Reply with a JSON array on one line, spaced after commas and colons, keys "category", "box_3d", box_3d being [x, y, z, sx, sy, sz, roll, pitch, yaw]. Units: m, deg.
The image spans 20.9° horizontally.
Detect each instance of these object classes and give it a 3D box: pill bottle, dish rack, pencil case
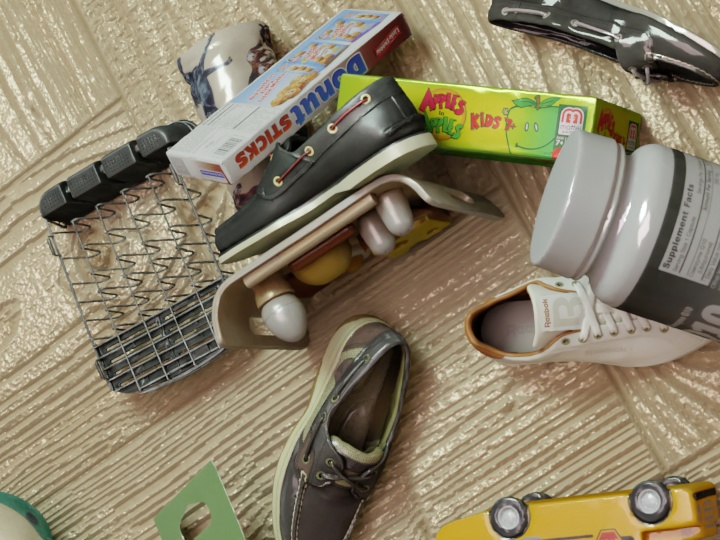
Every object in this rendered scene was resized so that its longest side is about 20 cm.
[{"category": "pill bottle", "box_3d": [0.222, -0.017, 1.308, 0.199, 0.114, 0.114, 18, 96, -5]}, {"category": "dish rack", "box_3d": [-0.172, -0.007, 1.582, 0.153, 0.055, 0.201, -28, 78, 24]}, {"category": "pencil case", "box_3d": [-0.073, -0.102, 1.524, 0.078, 0.089, 0.201, -41, 68, 49]}]

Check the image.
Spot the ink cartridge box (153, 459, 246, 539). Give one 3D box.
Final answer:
[{"category": "ink cartridge box", "box_3d": [-0.115, 0.266, 1.506, 0.200, 0.048, 0.146, 63, 146, 13]}]

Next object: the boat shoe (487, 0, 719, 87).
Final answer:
[{"category": "boat shoe", "box_3d": [0.179, -0.166, 1.407, 0.200, 0.067, 0.057, 32, 91, 31]}]

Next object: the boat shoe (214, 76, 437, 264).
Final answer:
[{"category": "boat shoe", "box_3d": [-0.034, -0.068, 1.406, 0.201, 0.074, 0.063, -34, 81, 33]}]

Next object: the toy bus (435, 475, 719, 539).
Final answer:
[{"category": "toy bus", "box_3d": [0.156, 0.196, 1.402, 0.199, 0.065, 0.079, -10, 83, 25]}]

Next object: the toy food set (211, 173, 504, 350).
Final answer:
[{"category": "toy food set", "box_3d": [0.000, 0.000, 1.445, 0.200, 0.143, 0.061, -32, 74, 21]}]

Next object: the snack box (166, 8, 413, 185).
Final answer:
[{"category": "snack box", "box_3d": [-0.052, -0.133, 1.460, 0.072, 0.200, 0.024, 12, 136, 50]}]

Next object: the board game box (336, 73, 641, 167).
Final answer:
[{"category": "board game box", "box_3d": [0.093, -0.107, 1.428, 0.199, 0.102, 0.048, 8, 92, 26]}]

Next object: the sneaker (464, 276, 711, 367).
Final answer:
[{"category": "sneaker", "box_3d": [0.169, 0.036, 1.394, 0.199, 0.085, 0.073, -13, 81, 22]}]

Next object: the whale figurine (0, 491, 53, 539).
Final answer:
[{"category": "whale figurine", "box_3d": [-0.283, 0.270, 1.612, 0.159, 0.104, 0.200, -38, 97, 20]}]

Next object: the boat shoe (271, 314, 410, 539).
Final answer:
[{"category": "boat shoe", "box_3d": [-0.014, 0.134, 1.476, 0.065, 0.073, 0.201, 23, 100, 65]}]
